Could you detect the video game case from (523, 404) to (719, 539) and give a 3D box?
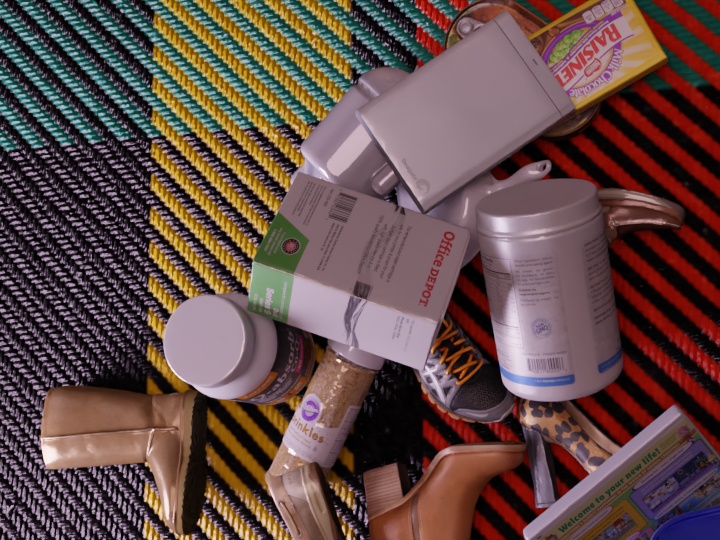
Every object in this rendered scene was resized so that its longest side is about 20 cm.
[{"bbox_3d":[0.292,0.259,1.202,0.200,0.022,0.182,-41,110,7],"label":"video game case"}]

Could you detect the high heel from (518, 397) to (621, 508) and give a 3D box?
[{"bbox_3d":[0.265,0.165,1.253,0.198,0.071,0.144,-12,78,18],"label":"high heel"}]

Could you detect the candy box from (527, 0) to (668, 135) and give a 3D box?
[{"bbox_3d":[0.224,-0.222,1.311,0.199,0.026,0.103,-30,79,10],"label":"candy box"}]

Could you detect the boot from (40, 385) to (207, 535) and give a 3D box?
[{"bbox_3d":[-0.281,0.223,1.411,0.197,0.066,0.177,-3,69,15],"label":"boot"}]

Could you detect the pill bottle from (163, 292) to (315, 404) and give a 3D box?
[{"bbox_3d":[-0.132,0.086,1.313,0.115,0.200,0.118,-2,81,16],"label":"pill bottle"}]

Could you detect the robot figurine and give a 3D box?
[{"bbox_3d":[0.011,-0.147,1.353,0.200,0.113,0.170,-47,45,6],"label":"robot figurine"}]

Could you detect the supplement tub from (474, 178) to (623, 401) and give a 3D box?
[{"bbox_3d":[0.195,0.019,1.228,0.130,0.132,0.202,-6,107,15],"label":"supplement tub"}]

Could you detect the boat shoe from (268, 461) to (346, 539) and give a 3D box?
[{"bbox_3d":[-0.046,0.310,1.300,0.064,0.071,0.202,-18,97,1],"label":"boat shoe"}]

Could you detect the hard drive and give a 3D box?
[{"bbox_3d":[0.112,-0.170,1.279,0.199,0.027,0.133,-34,83,-5],"label":"hard drive"}]

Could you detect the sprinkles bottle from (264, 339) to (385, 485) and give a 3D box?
[{"bbox_3d":[-0.037,0.159,1.330,0.068,0.068,0.202,28,98,18],"label":"sprinkles bottle"}]

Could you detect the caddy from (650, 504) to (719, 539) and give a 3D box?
[{"bbox_3d":[0.363,0.306,1.138,0.197,0.106,0.142,-11,34,-4],"label":"caddy"}]

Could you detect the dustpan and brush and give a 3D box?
[{"bbox_3d":[0.125,-0.078,1.314,0.199,0.057,0.141,-33,58,48],"label":"dustpan and brush"}]

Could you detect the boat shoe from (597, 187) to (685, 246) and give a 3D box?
[{"bbox_3d":[0.251,-0.051,1.294,0.198,0.076,0.073,5,86,26],"label":"boat shoe"}]

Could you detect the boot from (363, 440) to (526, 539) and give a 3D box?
[{"bbox_3d":[0.101,0.271,1.279,0.198,0.077,0.157,-18,75,16],"label":"boot"}]

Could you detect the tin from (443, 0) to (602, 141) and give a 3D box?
[{"bbox_3d":[0.185,-0.226,1.355,0.199,0.042,0.112,39,90,17],"label":"tin"}]

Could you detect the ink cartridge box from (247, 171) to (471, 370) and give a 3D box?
[{"bbox_3d":[0.000,0.000,1.240,0.198,0.085,0.147,19,47,6],"label":"ink cartridge box"}]

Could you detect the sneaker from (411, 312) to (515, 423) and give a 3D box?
[{"bbox_3d":[0.088,0.088,1.303,0.200,0.077,0.078,41,67,17],"label":"sneaker"}]
